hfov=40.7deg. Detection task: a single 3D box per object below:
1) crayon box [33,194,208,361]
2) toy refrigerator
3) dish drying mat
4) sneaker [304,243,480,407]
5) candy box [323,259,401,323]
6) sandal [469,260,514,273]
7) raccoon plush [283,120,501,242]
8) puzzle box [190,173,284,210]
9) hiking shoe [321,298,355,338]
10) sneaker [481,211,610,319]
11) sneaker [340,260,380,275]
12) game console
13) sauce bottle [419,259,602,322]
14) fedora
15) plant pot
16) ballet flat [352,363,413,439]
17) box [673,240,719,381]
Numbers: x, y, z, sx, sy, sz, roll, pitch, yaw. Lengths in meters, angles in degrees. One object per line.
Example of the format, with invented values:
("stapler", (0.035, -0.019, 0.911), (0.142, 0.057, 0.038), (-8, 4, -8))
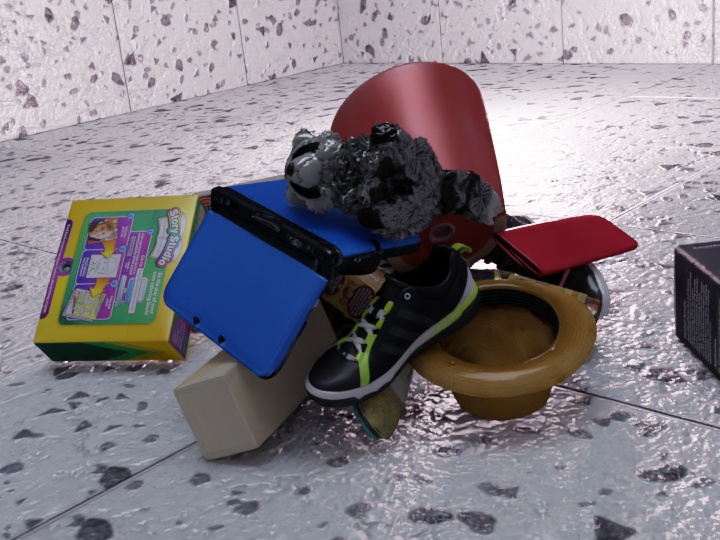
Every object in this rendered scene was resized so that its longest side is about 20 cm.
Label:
("crayon box", (-0.282, 0.008, 1.171), (0.171, 0.058, 0.201), (-1, 60, 12))
("toy refrigerator", (-0.096, 0.101, 0.958), (0.070, 0.076, 0.200), (-19, 12, 29))
("dish drying mat", (0.235, -0.031, 1.102), (0.199, 0.018, 0.077), (-13, 47, -43))
("sneaker", (0.023, 0.040, 0.882), (0.200, 0.083, 0.072), (-36, 36, -21))
("candy box", (0.000, 0.000, 1.111), (0.200, 0.055, 0.115), (38, 30, 7))
("sandal", (0.165, 0.009, 1.213), (0.075, 0.043, 0.200), (-7, 19, -3))
("raccoon plush", (0.019, -0.071, 0.914), (0.199, 0.097, 0.134), (27, -10, -41))
("puzzle box", (-0.110, -0.050, 1.218), (0.199, 0.134, 0.025), (-10, 18, 22))
("hiking shoe", (-0.063, 0.039, 1.110), (0.199, 0.101, 0.076), (-18, 21, -31))
("sneaker", (0.197, -0.007, 1.123), (0.099, 0.071, 0.200), (7, 29, -38))
("sneaker", (-0.080, 0.013, 1.011), (0.199, 0.075, 0.116), (7, 60, 30))
("game console", (-0.070, -0.001, 0.935), (0.170, 0.119, 0.200), (-11, 28, -39))
("sauce bottle", (0.155, 0.033, 1.042), (0.199, 0.066, 0.066), (17, 24, 13))
("fedora", (0.134, 0.084, 0.939), (0.199, 0.082, 0.201), (-6, 28, 3))
("plant pot", (0.073, -0.104, 1.107), (0.199, 0.201, 0.178), (-9, 52, -8))
("ballet flat", (0.020, 0.096, 0.952), (0.070, 0.071, 0.200), (-7, 16, -3))
("box", (0.407, 0.043, 0.937), (0.147, 0.105, 0.200), (-7, 18, 0))
